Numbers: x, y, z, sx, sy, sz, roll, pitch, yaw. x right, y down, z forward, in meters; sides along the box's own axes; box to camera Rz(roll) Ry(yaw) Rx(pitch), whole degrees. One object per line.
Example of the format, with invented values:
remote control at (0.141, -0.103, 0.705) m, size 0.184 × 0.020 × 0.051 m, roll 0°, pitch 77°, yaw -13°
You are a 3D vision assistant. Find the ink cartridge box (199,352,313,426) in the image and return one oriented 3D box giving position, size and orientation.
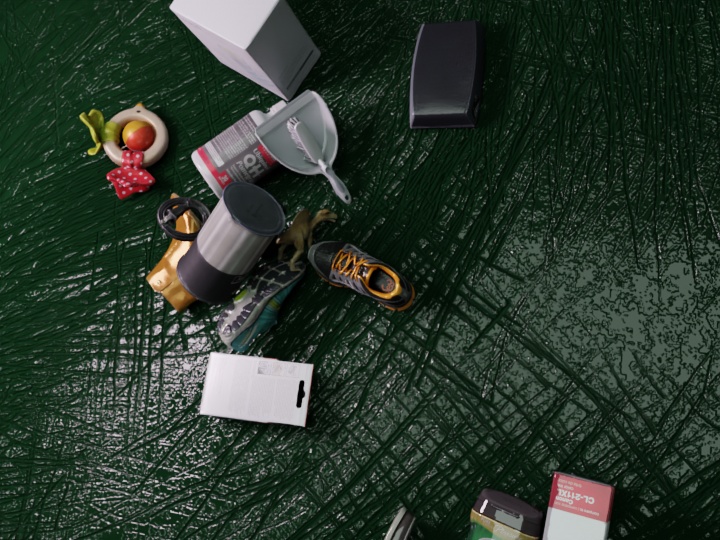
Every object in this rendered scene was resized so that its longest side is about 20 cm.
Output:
ink cartridge box at (-0.173, 0.207, 1.250) m, size 0.198 × 0.050 × 0.110 m, roll 4°, pitch 76°, yaw 17°

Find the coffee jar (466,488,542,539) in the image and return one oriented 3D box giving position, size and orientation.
coffee jar at (0.193, 0.427, 1.054) m, size 0.103 × 0.085 × 0.202 m, roll 18°, pitch 82°, yaw 24°

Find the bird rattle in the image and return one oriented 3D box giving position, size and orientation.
bird rattle at (-0.461, -0.253, 1.443) m, size 0.163 × 0.113 × 0.200 m, roll -40°, pitch 70°, yaw -14°

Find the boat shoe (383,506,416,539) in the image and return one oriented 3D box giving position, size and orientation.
boat shoe at (0.049, 0.464, 1.101) m, size 0.060 × 0.072 × 0.203 m, roll 21°, pitch 90°, yaw 17°

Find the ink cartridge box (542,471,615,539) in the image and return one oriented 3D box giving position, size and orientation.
ink cartridge box at (0.295, 0.389, 0.999) m, size 0.082 × 0.146 × 0.202 m, roll 10°, pitch 78°, yaw 21°

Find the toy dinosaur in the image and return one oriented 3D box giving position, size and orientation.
toy dinosaur at (-0.114, -0.056, 1.249) m, size 0.058 × 0.200 × 0.102 m, roll 25°, pitch 118°, yaw 19°

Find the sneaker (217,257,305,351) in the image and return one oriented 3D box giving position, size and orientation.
sneaker at (-0.171, 0.057, 1.278) m, size 0.077 × 0.080 × 0.200 m, roll 27°, pitch 66°, yaw 39°

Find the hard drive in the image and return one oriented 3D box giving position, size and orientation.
hard drive at (0.154, -0.357, 1.301) m, size 0.134 × 0.042 × 0.202 m, roll 3°, pitch 76°, yaw 18°

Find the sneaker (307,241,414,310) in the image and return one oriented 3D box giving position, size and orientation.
sneaker at (0.000, 0.000, 1.223) m, size 0.198 × 0.077 × 0.079 m, roll 23°, pitch 84°, yaw 13°

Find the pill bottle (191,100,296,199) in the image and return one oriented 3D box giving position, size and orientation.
pill bottle at (-0.203, -0.225, 1.339) m, size 0.199 × 0.111 × 0.111 m, roll -35°, pitch 68°, yaw -1°

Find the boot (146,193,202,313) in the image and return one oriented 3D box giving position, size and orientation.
boot at (-0.347, -0.034, 1.354) m, size 0.144 × 0.071 × 0.202 m, roll -37°, pitch 75°, yaw -4°

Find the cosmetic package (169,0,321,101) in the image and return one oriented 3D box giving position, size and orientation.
cosmetic package at (-0.212, -0.450, 1.358) m, size 0.199 × 0.200 × 0.123 m, roll 33°, pitch 87°, yaw 23°

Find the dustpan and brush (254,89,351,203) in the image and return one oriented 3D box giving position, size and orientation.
dustpan and brush at (-0.079, -0.205, 1.297) m, size 0.139 × 0.201 × 0.057 m, roll -39°, pitch 23°, yaw -14°

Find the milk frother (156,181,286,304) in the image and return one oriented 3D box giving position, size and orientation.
milk frother at (-0.248, -0.084, 1.240) m, size 0.199 × 0.181 × 0.188 m, roll 36°, pitch 124°, yaw -9°
